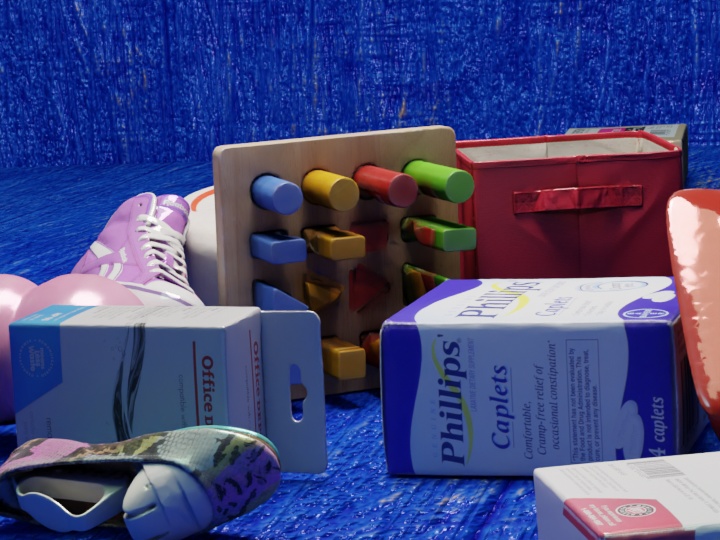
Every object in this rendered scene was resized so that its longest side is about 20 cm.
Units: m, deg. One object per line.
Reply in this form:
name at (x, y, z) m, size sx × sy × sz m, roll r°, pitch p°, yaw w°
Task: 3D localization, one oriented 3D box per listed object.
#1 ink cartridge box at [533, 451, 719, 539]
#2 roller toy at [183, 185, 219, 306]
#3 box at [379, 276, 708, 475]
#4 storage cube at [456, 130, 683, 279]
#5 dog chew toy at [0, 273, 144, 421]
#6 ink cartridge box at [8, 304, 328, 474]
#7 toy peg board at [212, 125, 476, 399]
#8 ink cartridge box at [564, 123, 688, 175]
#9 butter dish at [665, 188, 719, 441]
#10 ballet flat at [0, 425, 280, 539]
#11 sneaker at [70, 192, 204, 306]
ink cartridge box at (0.200, 0.142, 1.142) m, size 0.199 × 0.085 × 0.146 m, roll -6°, pitch 9°, yaw -8°
roller toy at (-0.071, 0.013, 1.903) m, size 0.182 × 0.141 × 0.200 m, roll 11°, pitch 22°, yaw 32°
box at (0.131, 0.069, 1.576) m, size 0.199 × 0.106 × 0.184 m, roll -2°, pitch 8°, yaw 17°
storage cube at (0.166, -0.013, 1.858) m, size 0.170 × 0.181 × 0.200 m, roll -4°, pitch 8°, yaw -3°
dog chew toy at (-0.250, 0.057, 1.671) m, size 0.199 × 0.125 × 0.125 m, roll 8°, pitch 11°, yaw 13°
ink cartridge box at (-0.127, 0.085, 1.523) m, size 0.199 × 0.117 × 0.067 m, roll 0°, pitch 9°, yaw 21°
toy peg board at (0.000, 0.000, 1.758) m, size 0.198 × 0.201 × 0.098 m, roll -6°, pitch 10°, yaw -23°
ink cartridge box at (0.345, -0.145, 3.022) m, size 0.164 × 0.076 × 0.200 m, roll 0°, pitch 10°, yaw 9°
butter dish at (0.289, 0.061, 1.488) m, size 0.198 × 0.148 × 0.201 m, roll 3°, pitch 47°, yaw -8°
ballet flat at (-0.143, 0.136, 1.402) m, size 0.199 × 0.069 × 0.071 m, roll -3°, pitch 26°, yaw 29°
sneaker at (-0.160, -0.009, 1.777) m, size 0.073 × 0.115 × 0.200 m, roll 38°, pitch -12°, yaw -30°
